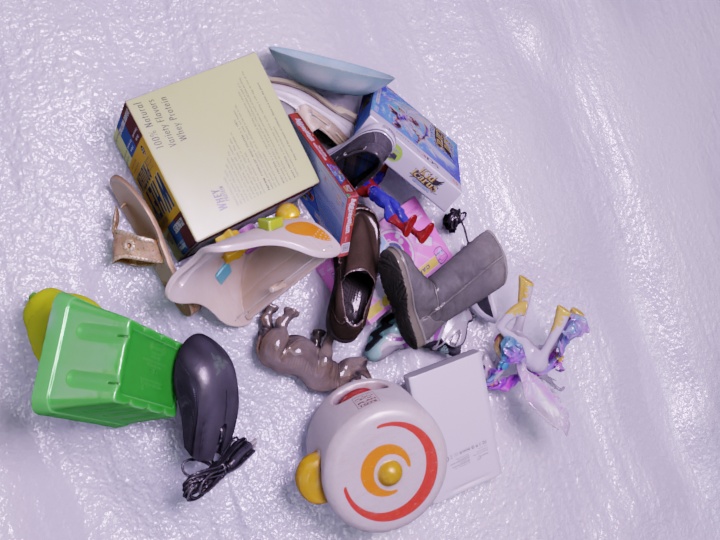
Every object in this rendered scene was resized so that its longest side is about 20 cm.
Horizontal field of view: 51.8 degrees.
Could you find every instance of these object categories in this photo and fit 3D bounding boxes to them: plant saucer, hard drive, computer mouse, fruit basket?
[{"bbox_3d":[-0.046,-0.296,1.120,0.196,0.201,0.040,5,110,-24],"label":"plant saucer"},{"bbox_3d":[0.144,0.239,1.143,0.129,0.026,0.205,-16,100,-22],"label":"hard drive"},{"bbox_3d":[0.174,-0.003,1.208,0.043,0.110,0.204,-19,96,-1],"label":"computer mouse"},{"bbox_3d":[-0.185,0.181,0.958,0.138,0.052,0.205,-27,112,-57],"label":"computer mouse"},{"bbox_3d":[-0.336,0.104,0.905,0.211,0.215,0.160,14,73,-22],"label":"fruit basket"}]

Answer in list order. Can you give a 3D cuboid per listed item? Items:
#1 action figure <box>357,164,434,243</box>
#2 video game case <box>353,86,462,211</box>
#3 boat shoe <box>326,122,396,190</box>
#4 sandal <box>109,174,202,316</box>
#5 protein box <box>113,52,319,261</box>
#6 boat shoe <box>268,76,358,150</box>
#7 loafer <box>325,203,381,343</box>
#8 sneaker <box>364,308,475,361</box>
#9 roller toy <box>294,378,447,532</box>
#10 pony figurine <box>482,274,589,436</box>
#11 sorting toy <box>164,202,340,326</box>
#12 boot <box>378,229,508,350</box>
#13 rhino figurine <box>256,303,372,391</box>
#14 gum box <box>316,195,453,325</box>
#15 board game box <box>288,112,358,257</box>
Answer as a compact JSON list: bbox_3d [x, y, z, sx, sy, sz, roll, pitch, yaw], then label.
[{"bbox_3d":[0.044,-0.131,1.115,0.065,0.199,0.100,21,104,-45],"label":"action figure"},{"bbox_3d":[0.077,-0.202,1.156,0.180,0.045,0.201,38,26,-16],"label":"video game case"},{"bbox_3d":[-0.024,-0.137,1.069,0.070,0.198,0.067,42,48,-21],"label":"boat shoe"},{"bbox_3d":[-0.295,-0.020,0.989,0.069,0.077,0.214,-37,101,-32],"label":"sandal"},{"bbox_3d":[-0.201,-0.154,1.028,0.198,0.134,0.202,-29,93,-27],"label":"protein box"},{"bbox_3d":[-0.084,-0.229,1.133,0.196,0.075,0.070,19,71,-19],"label":"boat shoe"},{"bbox_3d":[0.000,0.000,1.054,0.071,0.071,0.205,10,76,-21],"label":"loafer"},{"bbox_3d":[0.108,0.109,1.156,0.199,0.077,0.141,-41,102,-21],"label":"sneaker"},{"bbox_3d":[0.021,0.253,1.023,0.197,0.140,0.185,29,90,-20],"label":"roller toy"},{"bbox_3d":[0.273,0.140,1.182,0.190,0.167,0.203,29,106,-3],"label":"pony figurine"},{"bbox_3d":[-0.159,-0.009,0.960,0.179,0.199,0.108,-13,70,-57],"label":"sorting toy"},{"bbox_3d":[0.128,-0.001,1.082,0.198,0.072,0.185,-32,129,-19],"label":"boot"},{"bbox_3d":[-0.065,0.127,1.080,0.197,0.060,0.089,29,70,-20],"label":"rhino figurine"},{"bbox_3d":[0.042,-0.016,1.154,0.199,0.066,0.115,-37,95,-26],"label":"gum box"},{"bbox_3d":[-0.061,-0.124,1.051,0.019,0.104,0.201,-12,48,-26],"label":"board game box"}]
